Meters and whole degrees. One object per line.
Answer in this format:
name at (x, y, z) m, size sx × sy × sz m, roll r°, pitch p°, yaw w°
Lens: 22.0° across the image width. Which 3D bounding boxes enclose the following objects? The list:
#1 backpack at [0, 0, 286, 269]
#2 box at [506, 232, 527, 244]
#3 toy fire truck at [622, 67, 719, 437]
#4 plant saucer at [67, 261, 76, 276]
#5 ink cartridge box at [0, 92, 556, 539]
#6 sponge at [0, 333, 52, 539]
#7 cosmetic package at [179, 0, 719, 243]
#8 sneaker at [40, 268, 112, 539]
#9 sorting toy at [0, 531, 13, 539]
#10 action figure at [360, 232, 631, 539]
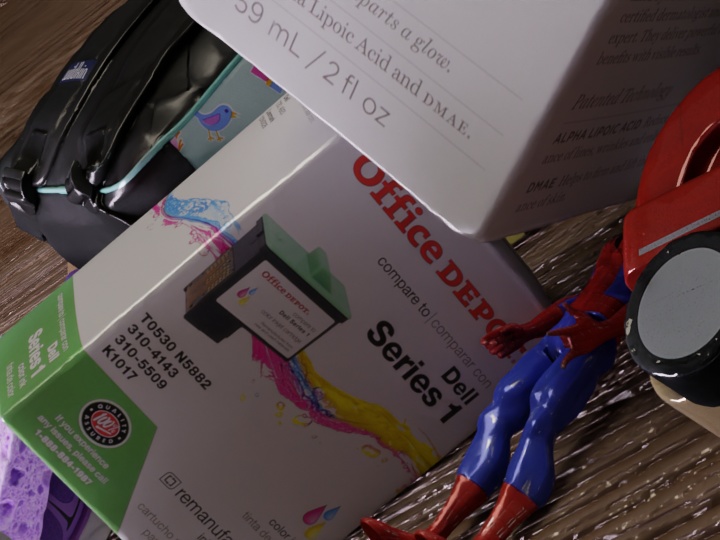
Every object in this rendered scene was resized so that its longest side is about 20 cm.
backpack at (-0.057, -0.079, 0.905) m, size 0.175 × 0.153 × 0.201 m, roll 0°, pitch 56°, yaw 57°
box at (0.000, 0.000, 0.939) m, size 0.199 × 0.050 × 0.075 m, roll -35°, pitch 20°, yaw 17°
toy fire truck at (0.156, -0.063, 0.552) m, size 0.175 × 0.128 × 0.202 m, roll -27°, pitch 46°, yaw 37°
plant saucer at (-0.111, -0.023, 1.064) m, size 0.199 × 0.029 × 0.202 m, roll -14°, pitch 71°, yaw 46°
ink cartridge box at (-0.032, 0.030, 0.786) m, size 0.200 × 0.145 × 0.084 m, roll -39°, pitch 23°, yaw 6°
sponge at (-0.192, 0.131, 0.899) m, size 0.111 × 0.030 × 0.202 m, roll 3°, pitch 79°, yaw 55°
cosmetic package at (0.069, -0.146, 0.694) m, size 0.164 × 0.165 × 0.201 m, roll -16°, pitch -41°, yaw -54°
sneaker at (-0.160, 0.092, 0.956) m, size 0.081 × 0.083 × 0.202 m, roll -36°, pitch 32°, yaw 61°
sorting toy at (-0.130, 0.143, 0.683) m, size 0.199 × 0.180 × 0.107 m, roll -17°, pitch 31°, yaw 50°
action figure at (0.080, 0.034, 0.720) m, size 0.200 × 0.052 × 0.065 m, roll -47°, pitch 16°, yaw -22°
